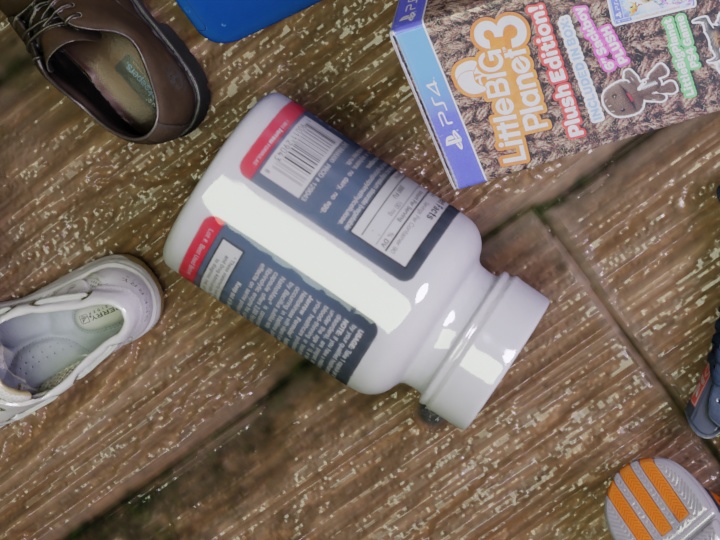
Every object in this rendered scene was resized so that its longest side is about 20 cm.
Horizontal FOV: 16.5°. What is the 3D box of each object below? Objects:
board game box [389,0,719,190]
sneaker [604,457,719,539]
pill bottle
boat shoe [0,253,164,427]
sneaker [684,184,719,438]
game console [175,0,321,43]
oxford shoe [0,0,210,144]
[{"bbox_3d":[0.131,-0.144,1.319,0.200,0.160,0.097,-17,115,15],"label":"board game box"},{"bbox_3d":[0.221,0.192,1.407,0.078,0.112,0.200,-34,69,16],"label":"sneaker"},{"bbox_3d":[0.000,0.000,1.414,0.200,0.120,0.120,34,108,3],"label":"pill bottle"},{"bbox_3d":[-0.214,0.055,1.499,0.200,0.069,0.071,-31,98,19],"label":"boat shoe"},{"bbox_3d":[0.216,0.047,1.400,0.084,0.075,0.200,-16,100,11],"label":"sneaker"},{"bbox_3d":[-0.043,-0.255,1.414,0.200,0.118,0.171,-24,128,17],"label":"game console"},{"bbox_3d":[-0.171,-0.153,1.434,0.200,0.084,0.073,44,110,1],"label":"oxford shoe"}]
